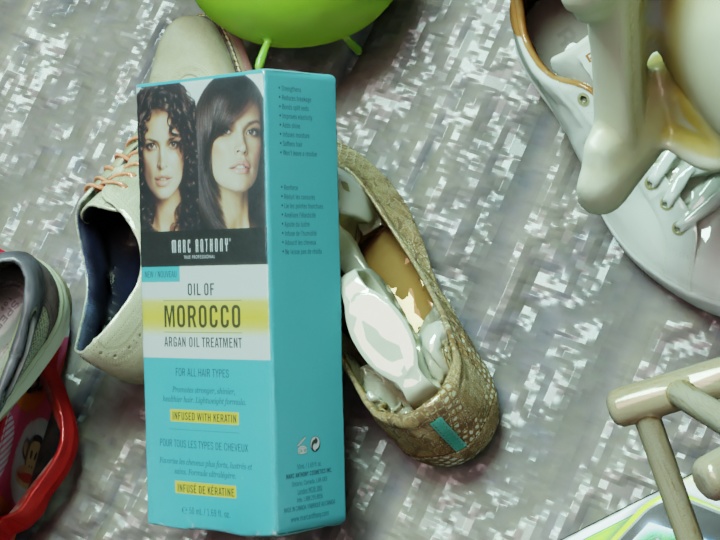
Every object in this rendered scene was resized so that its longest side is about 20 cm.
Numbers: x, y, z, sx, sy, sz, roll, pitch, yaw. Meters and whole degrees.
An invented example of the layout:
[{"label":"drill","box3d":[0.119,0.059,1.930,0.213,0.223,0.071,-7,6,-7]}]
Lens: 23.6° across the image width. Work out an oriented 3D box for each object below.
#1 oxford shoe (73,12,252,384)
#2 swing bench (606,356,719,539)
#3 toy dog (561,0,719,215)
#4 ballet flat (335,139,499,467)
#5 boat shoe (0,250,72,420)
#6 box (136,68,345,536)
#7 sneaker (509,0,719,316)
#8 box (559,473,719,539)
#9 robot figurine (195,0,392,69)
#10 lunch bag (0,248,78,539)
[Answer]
[{"label":"oxford shoe","box3d":[-0.096,-0.042,0.841,0.071,0.074,0.201,-20,60,44]},{"label":"swing bench","box3d":[0.220,0.108,0.597,0.199,0.130,0.200,-20,98,-3]},{"label":"toy dog","box3d":[0.199,-0.076,0.639,0.199,0.140,0.194,21,44,28]},{"label":"ballet flat","box3d":[0.000,0.000,0.804,0.070,0.065,0.200,-38,62,5]},{"label":"boat shoe","box3d":[-0.202,0.074,0.773,0.072,0.065,0.200,32,80,10]},{"label":"box","box3d":[-0.054,0.014,0.772,0.082,0.049,0.201,-2,90,39]},{"label":"sneaker","box3d":[0.125,-0.062,0.771,0.073,0.085,0.200,-38,64,2]},{"label":"box","box3d":[0.129,0.153,0.717,0.199,0.035,0.110,-29,64,8]},{"label":"robot figurine","box3d":[-0.036,-0.201,0.839,0.115,0.175,0.201,1,101,44]},{"label":"lunch bag","box3d":[-0.225,0.084,0.853,0.175,0.082,0.201,5,73,17]}]
